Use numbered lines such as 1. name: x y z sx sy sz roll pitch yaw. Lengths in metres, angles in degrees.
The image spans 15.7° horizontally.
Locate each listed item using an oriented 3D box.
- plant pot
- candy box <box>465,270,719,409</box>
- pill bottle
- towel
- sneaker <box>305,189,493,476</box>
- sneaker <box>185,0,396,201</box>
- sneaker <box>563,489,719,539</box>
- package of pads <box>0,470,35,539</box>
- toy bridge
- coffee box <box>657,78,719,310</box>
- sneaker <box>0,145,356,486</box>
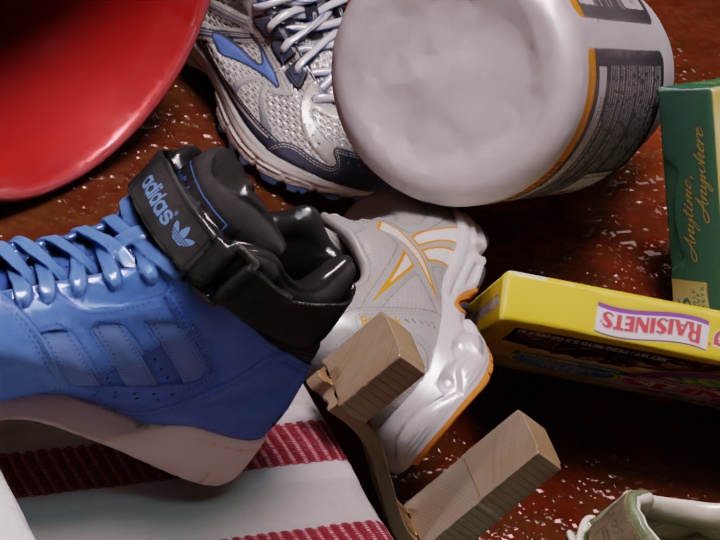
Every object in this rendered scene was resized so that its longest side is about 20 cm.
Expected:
1. plant pot: -0.189 -0.152 1.159 0.177 0.201 0.200 29 38 30
2. candy box: 0.145 0.038 1.119 0.199 0.102 0.027 11 79 -8
3. pill bottle: 0.073 -0.090 1.182 0.116 0.117 0.200 31 14 17
4. towel: -0.065 0.080 0.910 0.143 0.023 0.200 -5 44 -30
5. sneaker: 0.000 0.000 1.074 0.092 0.076 0.200 39 14 -17
6. sneaker: -0.038 -0.110 1.232 0.077 0.085 0.200 -21 52 -39
7. sneaker: 0.088 0.117 0.975 0.199 0.090 0.067 -4 42 -9
8. package of pads: -0.203 0.097 0.806 0.199 0.068 0.155 -13 45 -24
9. toy bridge: 0.045 0.084 0.997 0.200 0.067 0.027 36 21 -39
10. coffee box: 0.232 -0.037 1.222 0.199 0.124 0.044 -8 8 -30
11. sneaker: -0.088 -0.001 0.840 0.199 0.111 0.077 20 26 -38
